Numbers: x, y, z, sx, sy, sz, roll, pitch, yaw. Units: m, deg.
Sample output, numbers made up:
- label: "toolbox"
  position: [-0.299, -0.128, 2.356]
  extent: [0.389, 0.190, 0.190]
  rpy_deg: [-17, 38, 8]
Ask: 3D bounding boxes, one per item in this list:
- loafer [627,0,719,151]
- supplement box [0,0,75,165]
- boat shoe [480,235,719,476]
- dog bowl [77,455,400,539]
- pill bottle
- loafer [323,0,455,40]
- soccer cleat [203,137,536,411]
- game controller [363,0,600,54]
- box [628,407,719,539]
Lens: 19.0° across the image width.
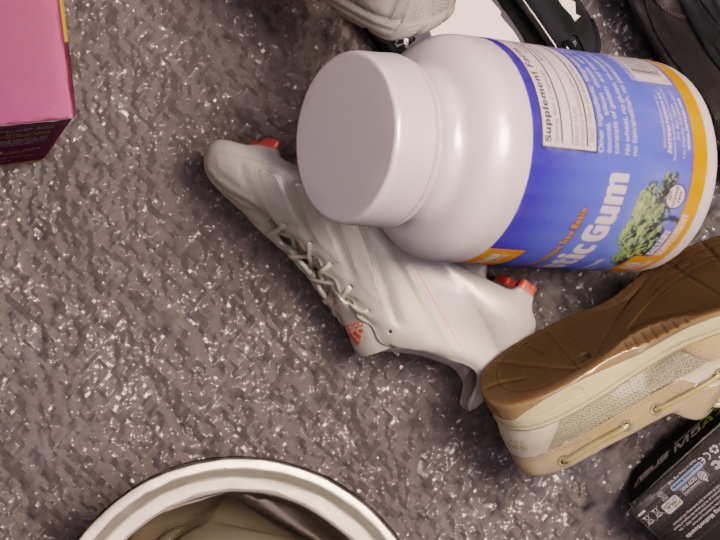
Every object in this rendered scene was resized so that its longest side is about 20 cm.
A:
- label: "loafer"
  position: [0.203, -0.104, 1.161]
  extent: [0.073, 0.072, 0.201]
  rpy_deg: [-41, 115, -36]
- label: "supplement box"
  position: [-0.197, -0.118, 1.003]
  extent: [0.103, 0.200, 0.132]
  rpy_deg: [-6, 90, -12]
- label: "boat shoe"
  position: [0.162, 0.042, 1.110]
  extent: [0.199, 0.072, 0.065]
  rpy_deg: [-27, 120, -3]
- label: "dog bowl"
  position: [-0.067, 0.193, 1.083]
  extent: [0.199, 0.074, 0.201]
  rpy_deg: [1, 87, -12]
- label: "pill bottle"
  position: [0.071, -0.058, 1.066]
  extent: [0.199, 0.112, 0.113]
  rpy_deg: [2, 87, -37]
- label: "loafer"
  position: [-0.031, -0.183, 1.065]
  extent: [0.200, 0.070, 0.070]
  rpy_deg: [29, 42, 28]
- label: "soccer cleat"
  position: [0.000, 0.000, 1.111]
  extent: [0.200, 0.069, 0.078]
  rpy_deg: [30, 85, -12]
- label: "game controller"
  position: [0.040, -0.165, 1.145]
  extent: [0.104, 0.042, 0.200]
  rpy_deg: [-36, 95, 3]
- label: "box"
  position: [0.276, 0.117, 1.128]
  extent: [0.193, 0.048, 0.200]
  rpy_deg: [40, 113, -9]
